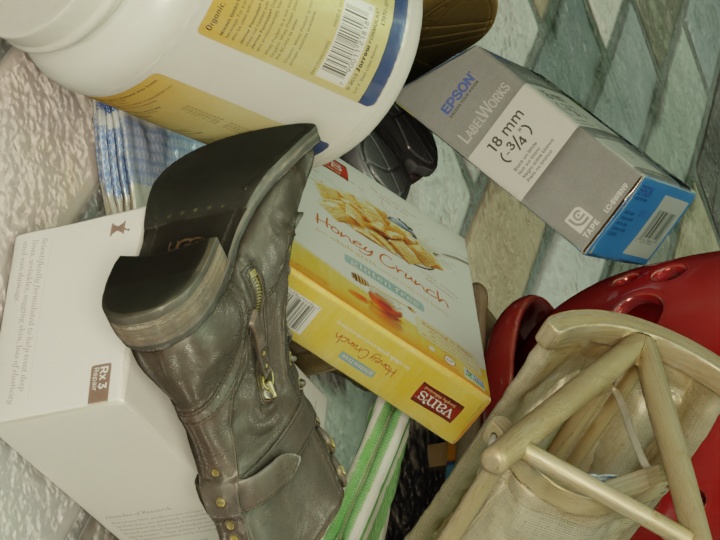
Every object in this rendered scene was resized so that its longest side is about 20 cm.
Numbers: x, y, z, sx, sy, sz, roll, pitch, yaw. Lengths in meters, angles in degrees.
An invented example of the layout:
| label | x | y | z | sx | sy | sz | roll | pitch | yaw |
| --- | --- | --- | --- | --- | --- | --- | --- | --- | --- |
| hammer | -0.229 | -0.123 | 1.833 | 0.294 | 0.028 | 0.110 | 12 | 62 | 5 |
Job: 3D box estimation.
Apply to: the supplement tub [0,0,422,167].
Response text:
| label | x | y | z | sx | sy | sz | roll | pitch | yaw |
| --- | --- | --- | --- | --- | --- | --- | --- | --- | --- |
| supplement tub | -0.082 | -0.142 | 1.191 | 0.200 | 0.144 | 0.145 | 21 | 59 | -43 |

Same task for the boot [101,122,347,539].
| label | x | y | z | sx | sy | sz | roll | pitch | yaw |
| --- | --- | --- | --- | --- | --- | --- | --- | --- | --- |
| boot | -0.049 | 0.042 | 1.138 | 0.200 | 0.069 | 0.174 | -59 | 134 | -47 |

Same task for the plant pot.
| label | x | y | z | sx | sy | sz | roll | pitch | yaw |
| --- | --- | --- | --- | --- | --- | --- | --- | --- | --- |
| plant pot | 0.180 | 0.094 | 1.507 | 0.200 | 0.182 | 0.201 | -8 | 90 | -71 |

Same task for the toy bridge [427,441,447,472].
| label | x | y | z | sx | sy | sz | roll | pitch | yaw |
| --- | --- | --- | --- | --- | --- | --- | --- | --- | --- |
| toy bridge | 0.070 | 0.128 | 1.601 | 0.067 | 0.027 | 0.200 | 24 | 59 | -62 |

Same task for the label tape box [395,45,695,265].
| label | x | y | z | sx | sy | sz | roll | pitch | yaw |
| --- | --- | --- | --- | --- | --- | --- | --- | --- | --- |
| label tape box | 0.100 | -0.088 | 1.480 | 0.200 | 0.063 | 0.144 | 39 | 11 | 17 |

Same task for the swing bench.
| label | x | y | z | sx | sy | sz | roll | pitch | yaw |
| --- | --- | --- | --- | --- | --- | --- | --- | --- | --- |
| swing bench | 0.094 | 0.142 | 1.252 | 0.130 | 0.199 | 0.200 | 29 | 30 | -2 |

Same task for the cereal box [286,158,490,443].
| label | x | y | z | sx | sy | sz | roll | pitch | yaw |
| --- | --- | --- | --- | --- | --- | --- | --- | --- | --- |
| cereal box | 0.000 | 0.000 | 1.316 | 0.144 | 0.040 | 0.200 | 33 | 21 | -17 |

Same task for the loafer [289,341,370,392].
| label | x | y | z | sx | sy | sz | roll | pitch | yaw |
| --- | --- | --- | --- | --- | --- | --- | --- | --- | --- |
| loafer | 0.012 | 0.040 | 1.449 | 0.200 | 0.076 | 0.068 | -21 | 93 | -66 |

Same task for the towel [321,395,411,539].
| label | x | y | z | sx | sy | sz | roll | pitch | yaw |
| --- | --- | --- | --- | --- | --- | --- | --- | --- | --- |
| towel | -0.013 | 0.181 | 1.282 | 0.153 | 0.023 | 0.200 | -66 | 170 | -53 |

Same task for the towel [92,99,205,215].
| label | x | y | z | sx | sy | sz | roll | pitch | yaw |
| --- | --- | --- | --- | --- | --- | --- | --- | --- | --- |
| towel | -0.104 | -0.081 | 1.306 | 0.147 | 0.024 | 0.200 | 8 | 73 | -66 |

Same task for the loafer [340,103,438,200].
| label | x | y | z | sx | sy | sz | roll | pitch | yaw |
| --- | --- | --- | --- | --- | --- | --- | --- | --- | --- |
| loafer | 0.000 | -0.069 | 1.504 | 0.072 | 0.063 | 0.200 | 56 | 17 | -7 |

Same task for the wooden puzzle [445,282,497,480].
| label | x | y | z | sx | sy | sz | roll | pitch | yaw |
| --- | --- | --- | --- | --- | --- | --- | --- | --- | --- |
| wooden puzzle | 0.094 | 0.134 | 1.581 | 0.200 | 0.037 | 0.185 | 57 | 31 | -50 |

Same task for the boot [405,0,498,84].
| label | x | y | z | sx | sy | sz | roll | pitch | yaw |
| --- | --- | --- | --- | --- | --- | --- | --- | --- | --- |
| boot | 0.030 | -0.210 | 1.531 | 0.200 | 0.072 | 0.155 | 130 | -48 | -74 |

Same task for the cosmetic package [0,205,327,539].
| label | x | y | z | sx | sy | sz | roll | pitch | yaw |
| --- | --- | --- | --- | --- | --- | --- | --- | --- | --- |
| cosmetic package | -0.096 | 0.070 | 1.187 | 0.200 | 0.081 | 0.113 | 50 | 36 | -46 |
